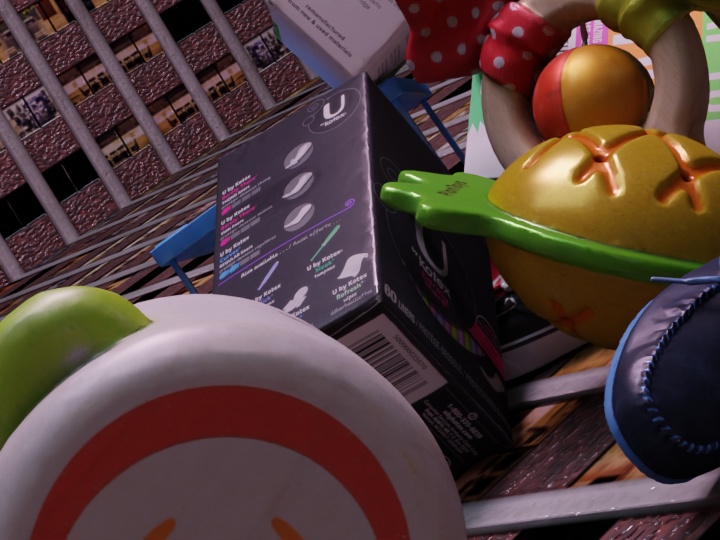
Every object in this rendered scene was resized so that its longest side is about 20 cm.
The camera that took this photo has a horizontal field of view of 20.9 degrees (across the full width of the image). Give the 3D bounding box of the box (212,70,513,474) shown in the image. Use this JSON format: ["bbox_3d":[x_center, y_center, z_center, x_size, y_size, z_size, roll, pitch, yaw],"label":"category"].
[{"bbox_3d":[-0.001,0.012,1.016,0.106,0.122,0.200,-30,34,19],"label":"box"}]

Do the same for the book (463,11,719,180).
[{"bbox_3d":[0.161,-0.110,1.087,0.200,0.134,0.048,-4,-23,23],"label":"book"}]

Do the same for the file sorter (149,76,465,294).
[{"bbox_3d":[-0.015,-0.025,1.333,0.200,0.123,0.139,-35,-2,11],"label":"file sorter"}]

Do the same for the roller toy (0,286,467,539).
[{"bbox_3d":[-0.059,0.106,0.750,0.182,0.200,0.140,3,5,-11],"label":"roller toy"}]

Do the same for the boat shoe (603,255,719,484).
[{"bbox_3d":[0.171,0.012,0.805,0.200,0.084,0.069,-43,4,-41],"label":"boat shoe"}]

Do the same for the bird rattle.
[{"bbox_3d":[0.112,-0.112,1.031,0.200,0.163,0.113,-10,-11,25],"label":"bird rattle"}]

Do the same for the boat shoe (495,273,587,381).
[{"bbox_3d":[0.112,0.004,1.067,0.199,0.068,0.074,-25,11,29],"label":"boat shoe"}]

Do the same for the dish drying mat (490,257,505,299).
[{"bbox_3d":[0.097,-0.009,1.322,0.077,0.018,0.200,-32,10,1],"label":"dish drying mat"}]

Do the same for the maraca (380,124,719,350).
[{"bbox_3d":[0.110,-0.020,0.946,0.200,0.107,0.137,13,10,10],"label":"maraca"}]

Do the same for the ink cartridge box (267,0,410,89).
[{"bbox_3d":[0.036,-0.211,1.283,0.200,0.084,0.146,-48,-2,-2],"label":"ink cartridge box"}]
